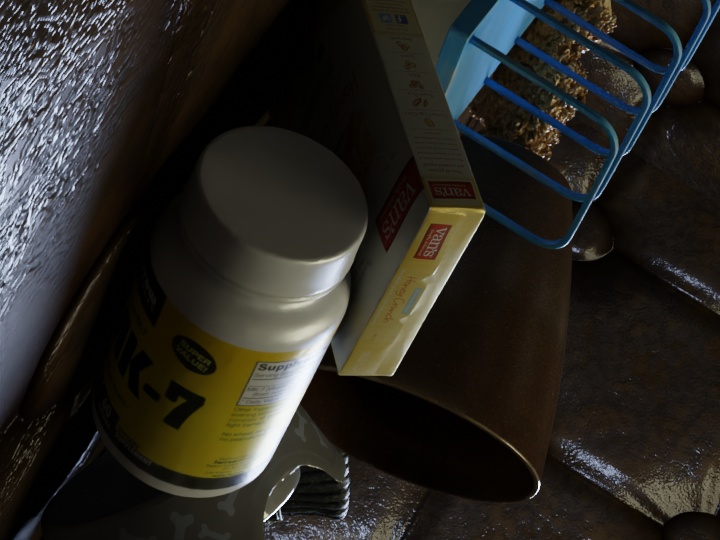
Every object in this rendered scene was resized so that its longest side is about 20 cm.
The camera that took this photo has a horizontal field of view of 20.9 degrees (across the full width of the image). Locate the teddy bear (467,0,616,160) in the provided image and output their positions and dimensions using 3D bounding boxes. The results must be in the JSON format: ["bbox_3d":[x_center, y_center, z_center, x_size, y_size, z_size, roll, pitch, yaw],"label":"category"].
[{"bbox_3d":[0.117,-0.131,1.399,0.201,0.066,0.145,-61,-154,16],"label":"teddy bear"}]

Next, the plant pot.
[{"bbox_3d":[0.063,0.020,1.278,0.187,0.186,0.201,111,3,-70],"label":"plant pot"}]

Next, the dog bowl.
[{"bbox_3d":[-0.109,0.139,1.214,0.199,0.059,0.200,-26,-168,6],"label":"dog bowl"}]

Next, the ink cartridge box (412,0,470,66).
[{"bbox_3d":[0.071,-0.213,1.316,0.147,0.083,0.200,-61,175,19],"label":"ink cartridge box"}]

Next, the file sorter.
[{"bbox_3d":[0.134,-0.135,1.229,0.200,0.122,0.139,-53,172,-36],"label":"file sorter"}]

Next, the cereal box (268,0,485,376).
[{"bbox_3d":[0.003,-0.062,1.092,0.144,0.039,0.201,117,-33,-44],"label":"cereal box"}]

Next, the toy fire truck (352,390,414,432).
[{"bbox_3d":[0.000,0.000,1.396,0.201,0.167,0.112,-57,176,-23],"label":"toy fire truck"}]

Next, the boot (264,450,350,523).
[{"bbox_3d":[-0.088,0.178,1.489,0.212,0.156,0.080,100,-22,-54],"label":"boot"}]

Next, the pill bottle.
[{"bbox_3d":[-0.071,0.023,1.068,0.115,0.114,0.201,-55,174,-46],"label":"pill bottle"}]
